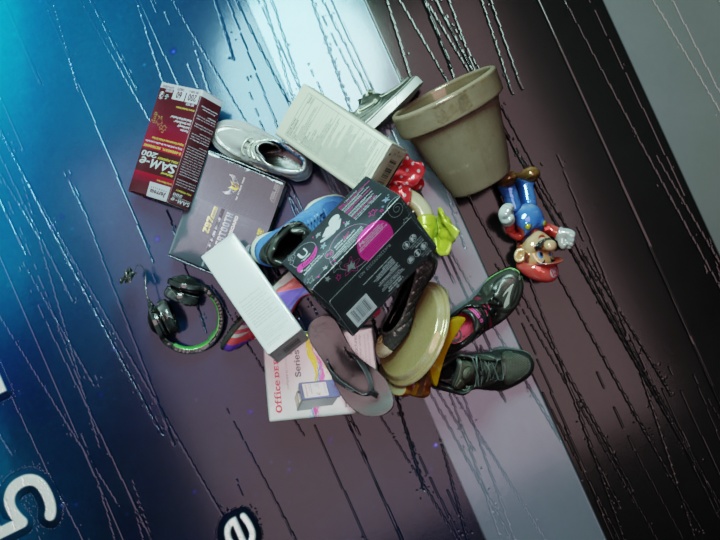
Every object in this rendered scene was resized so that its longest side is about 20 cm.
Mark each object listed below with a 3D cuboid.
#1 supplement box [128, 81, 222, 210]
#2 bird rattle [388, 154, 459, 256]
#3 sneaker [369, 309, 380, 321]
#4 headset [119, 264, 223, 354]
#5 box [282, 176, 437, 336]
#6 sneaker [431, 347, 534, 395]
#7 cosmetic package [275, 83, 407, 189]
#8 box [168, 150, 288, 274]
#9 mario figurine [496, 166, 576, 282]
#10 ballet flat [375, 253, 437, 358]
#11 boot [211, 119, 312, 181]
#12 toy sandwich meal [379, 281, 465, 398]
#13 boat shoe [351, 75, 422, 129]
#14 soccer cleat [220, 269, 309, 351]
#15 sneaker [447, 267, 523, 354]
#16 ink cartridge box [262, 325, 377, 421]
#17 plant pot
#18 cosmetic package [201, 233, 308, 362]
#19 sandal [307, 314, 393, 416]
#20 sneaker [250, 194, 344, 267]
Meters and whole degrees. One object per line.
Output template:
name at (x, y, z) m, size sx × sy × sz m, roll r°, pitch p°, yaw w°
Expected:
supplement box at (-0.325, -0.218, 1.560) m, size 0.107 × 0.061 × 0.204 m, roll 16°, pitch 88°, yaw 33°
bird rattle at (0.076, -0.097, 1.536) m, size 0.162 × 0.113 × 0.201 m, roll -37°, pitch 92°, yaw -15°
sneaker at (0.000, 0.000, 1.536) m, size 0.074 × 0.080 × 0.204 m, roll -17°, pitch 63°, yaw 29°
headset at (-0.330, 0.062, 1.557) m, size 0.199 × 0.094 × 0.124 m, roll 39°, pitch 89°, yaw -10°
box at (-0.001, -0.024, 1.416) m, size 0.200 × 0.114 × 0.132 m, roll -45°, pitch 128°, yaw -6°
sneaker at (0.211, 0.177, 1.539) m, size 0.195 × 0.114 × 0.078 m, roll -2°, pitch 90°, yaw -1°
cosmetic package at (-0.032, -0.217, 1.508) m, size 0.199 × 0.087 × 0.104 m, roll 37°, pitch 101°, yaw 19°
box at (-0.234, -0.090, 1.581) m, size 0.155 × 0.051 × 0.204 m, roll 22°, pitch 89°, yaw 2°
mario figurine at (0.308, -0.080, 1.547) m, size 0.121 × 0.106 × 0.204 m, roll -17°, pitch 85°, yaw 10°
ballet flat at (0.067, 0.053, 1.500) m, size 0.056 × 0.066 × 0.203 m, roll 18°, pitch 102°, yaw -28°
boot at (-0.177, -0.218, 1.562) m, size 0.196 × 0.096 × 0.075 m, roll 20°, pitch 89°, yaw 1°
toy sandwich meal at (0.103, 0.121, 1.525) m, size 0.069 × 0.204 × 0.209 m, roll 24°, pitch 89°, yaw -28°
boat shoe at (0.022, -0.286, 1.574) m, size 0.199 × 0.071 × 0.064 m, roll -40°, pitch 88°, yaw 2°
soccer cleat at (-0.163, 0.081, 1.570) m, size 0.200 × 0.068 × 0.073 m, roll -45°, pitch 93°, yaw -3°
sneaker at (0.212, 0.077, 1.555) m, size 0.200 × 0.084 × 0.077 m, roll -44°, pitch 89°, yaw 0°
ink cartridge box at (-0.068, 0.179, 1.555) m, size 0.195 × 0.088 × 0.149 m, roll -5°, pitch 89°, yaw 2°
plant pot at (0.175, -0.228, 1.521) m, size 0.197 × 0.200 × 0.177 m, roll -27°, pitch 102°, yaw 0°
cosmetic package at (-0.175, 0.047, 1.482) m, size 0.071 × 0.102 × 0.201 m, roll -35°, pitch 76°, yaw -5°
sandal at (-0.022, 0.166, 1.490) m, size 0.076 × 0.043 × 0.201 m, roll -40°, pitch 90°, yaw -1°
sneaker at (-0.088, -0.065, 1.529) m, size 0.197 × 0.111 × 0.078 m, roll -28°, pitch 108°, yaw -17°
